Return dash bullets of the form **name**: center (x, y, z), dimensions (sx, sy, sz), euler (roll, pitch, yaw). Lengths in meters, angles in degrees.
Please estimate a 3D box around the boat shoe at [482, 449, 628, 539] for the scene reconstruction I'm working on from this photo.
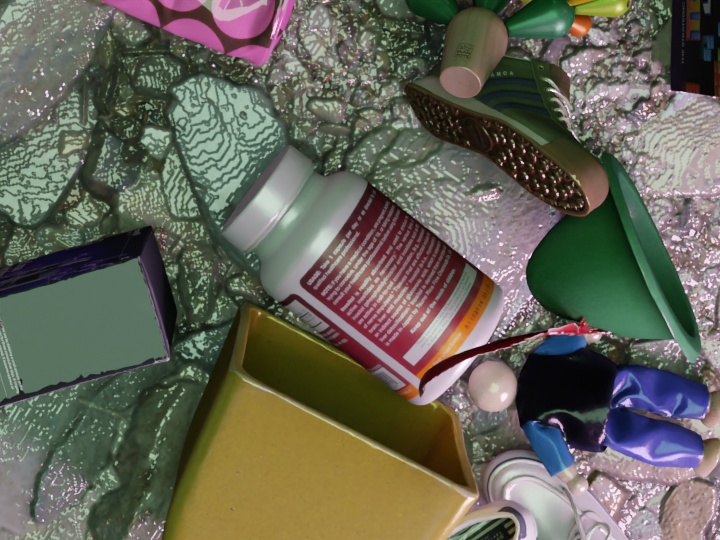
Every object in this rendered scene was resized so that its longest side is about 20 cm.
- **boat shoe**: center (0.173, 0.227, 1.313), dimensions (0.075, 0.086, 0.202), euler (-40, 100, 9)

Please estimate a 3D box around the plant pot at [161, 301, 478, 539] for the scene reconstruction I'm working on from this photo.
- **plant pot**: center (-0.052, 0.172, 1.246), dimensions (0.194, 0.196, 0.200), euler (28, 102, -8)

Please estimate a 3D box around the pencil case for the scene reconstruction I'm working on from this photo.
- **pencil case**: center (-0.142, -0.229, 1.231), dimensions (0.199, 0.091, 0.094), euler (20, 131, -9)

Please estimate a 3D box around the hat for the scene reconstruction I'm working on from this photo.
- **hat**: center (0.139, 0.019, 1.258), dimensions (0.176, 0.200, 0.166), euler (-25, 59, 15)

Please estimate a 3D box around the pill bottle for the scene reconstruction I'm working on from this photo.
- **pill bottle**: center (0.000, 0.000, 1.259), dimensions (0.200, 0.113, 0.113), euler (38, 93, -9)

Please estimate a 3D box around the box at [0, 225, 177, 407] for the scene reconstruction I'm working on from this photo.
- **box**: center (-0.208, 0.031, 1.202), dimensions (0.141, 0.200, 0.079), euler (-14, 98, -3)

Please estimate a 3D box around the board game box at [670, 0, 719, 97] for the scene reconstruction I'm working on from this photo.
- **board game box**: center (0.274, -0.226, 1.224), dimensions (0.056, 0.165, 0.201), euler (0, 98, -6)

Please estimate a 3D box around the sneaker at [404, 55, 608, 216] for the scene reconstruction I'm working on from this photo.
- **sneaker**: center (0.125, -0.117, 1.228), dimensions (0.090, 0.200, 0.067), euler (-39, 135, -17)

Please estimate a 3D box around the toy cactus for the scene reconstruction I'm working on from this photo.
- **toy cactus**: center (0.097, -0.198, 1.225), dimensions (0.199, 0.102, 0.165), euler (18, 53, 4)

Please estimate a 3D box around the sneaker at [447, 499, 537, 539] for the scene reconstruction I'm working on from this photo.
- **sneaker**: center (0.044, 0.237, 1.267), dimensions (0.200, 0.071, 0.073), euler (-40, 70, -1)

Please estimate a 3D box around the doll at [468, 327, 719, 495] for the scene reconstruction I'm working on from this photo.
- **doll**: center (0.181, 0.110, 1.316), dimensions (0.199, 0.048, 0.137), euler (14, 74, -4)
